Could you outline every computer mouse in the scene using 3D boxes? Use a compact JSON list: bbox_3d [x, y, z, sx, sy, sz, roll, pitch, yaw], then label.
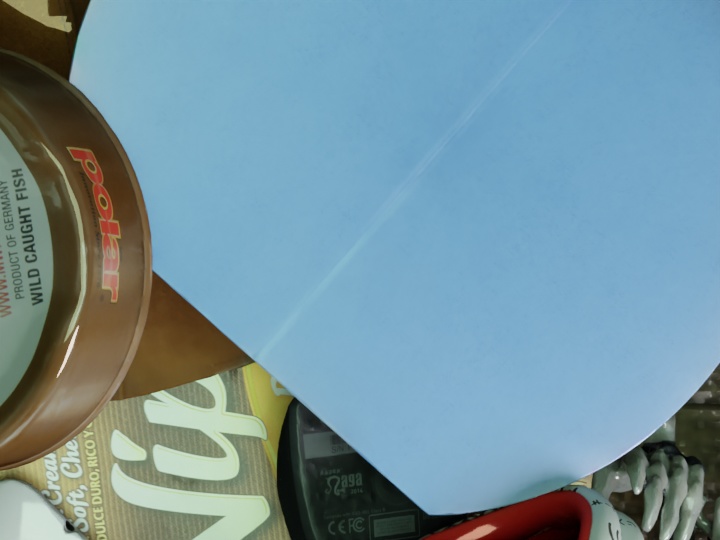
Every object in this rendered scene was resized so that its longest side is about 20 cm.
[{"bbox_3d":[0.000,0.000,0.761,0.058,0.034,0.201,-2,93,-26],"label":"computer mouse"}]

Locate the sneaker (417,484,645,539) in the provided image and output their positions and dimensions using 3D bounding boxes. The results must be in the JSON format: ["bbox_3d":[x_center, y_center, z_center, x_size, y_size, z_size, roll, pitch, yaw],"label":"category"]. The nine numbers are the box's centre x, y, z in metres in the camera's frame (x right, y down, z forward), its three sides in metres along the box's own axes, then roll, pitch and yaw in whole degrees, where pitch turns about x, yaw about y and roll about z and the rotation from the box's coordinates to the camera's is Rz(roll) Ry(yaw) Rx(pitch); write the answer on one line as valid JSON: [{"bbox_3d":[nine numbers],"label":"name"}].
[{"bbox_3d":[0.011,0.142,0.741,0.201,0.067,0.108,-37,119,5],"label":"sneaker"}]

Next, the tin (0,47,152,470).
[{"bbox_3d":[-0.149,0.003,0.694,0.200,0.042,0.112,-10,85,24],"label":"tin"}]

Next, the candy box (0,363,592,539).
[{"bbox_3d":[-0.029,0.053,0.809,0.199,0.055,0.116,3,93,-7],"label":"candy box"}]

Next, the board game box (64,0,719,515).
[{"bbox_3d":[0.019,-0.038,0.721,0.200,0.039,0.158,42,86,-15],"label":"board game box"}]

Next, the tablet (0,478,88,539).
[{"bbox_3d":[-0.124,0.171,0.776,0.130,0.014,0.200,45,95,-2],"label":"tablet"}]

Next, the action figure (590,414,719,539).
[{"bbox_3d":[0.125,0.058,0.773,0.119,0.102,0.201,1,104,13],"label":"action figure"}]

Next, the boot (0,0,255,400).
[{"bbox_3d":[-0.121,-0.055,0.741,0.188,0.068,0.201,-9,109,-8],"label":"boot"}]
